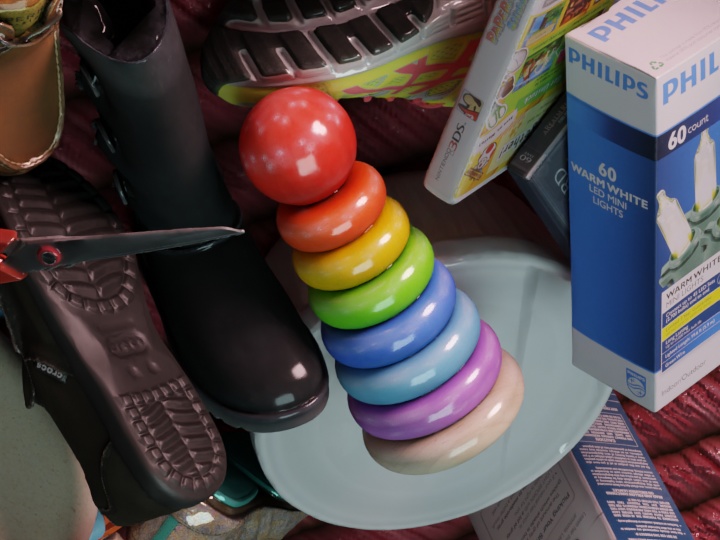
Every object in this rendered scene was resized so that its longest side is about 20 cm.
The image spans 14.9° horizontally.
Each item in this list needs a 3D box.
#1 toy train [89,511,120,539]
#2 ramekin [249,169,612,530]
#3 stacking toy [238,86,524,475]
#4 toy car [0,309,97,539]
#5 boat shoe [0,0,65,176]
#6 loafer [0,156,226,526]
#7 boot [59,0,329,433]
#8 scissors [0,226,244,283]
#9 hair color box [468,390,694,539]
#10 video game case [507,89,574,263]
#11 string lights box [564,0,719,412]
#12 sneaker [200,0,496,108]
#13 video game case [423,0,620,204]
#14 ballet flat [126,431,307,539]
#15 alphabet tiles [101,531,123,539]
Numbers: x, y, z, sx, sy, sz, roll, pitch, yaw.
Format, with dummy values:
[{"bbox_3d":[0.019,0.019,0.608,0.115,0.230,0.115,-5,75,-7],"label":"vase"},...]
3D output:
[{"bbox_3d":[-0.196,0.152,1.456,0.200,0.056,0.150,-30,169,-34],"label":"toy train"},{"bbox_3d":[0.029,0.036,1.447,0.202,0.094,0.203,-12,135,-12],"label":"ramekin"},{"bbox_3d":[0.000,0.000,1.293,0.085,0.085,0.200,-29,120,4],"label":"stacking toy"},{"bbox_3d":[-0.234,0.093,1.363,0.177,0.184,0.200,47,150,-13],"label":"toy car"},{"bbox_3d":[-0.165,-0.118,1.192,0.072,0.068,0.200,-40,134,-27],"label":"boat shoe"},{"bbox_3d":[-0.137,0.033,1.272,0.073,0.200,0.071,-2,148,-50],"label":"loafer"},{"bbox_3d":[-0.079,-0.040,1.276,0.066,0.165,0.200,-26,139,-17],"label":"boot"},{"bbox_3d":[-0.148,-0.003,1.224,0.200,0.014,0.073,5,125,8],"label":"scissors"},{"bbox_3d":[0.130,0.161,1.536,0.060,0.200,0.100,8,129,-30],"label":"hair color box"},{"bbox_3d":[0.161,-0.089,1.358,0.200,0.019,0.143,-51,143,-9],"label":"video game case"},{"bbox_3d":[0.152,-0.043,1.315,0.103,0.059,0.200,-34,137,-30],"label":"string lights box"},{"bbox_3d":[0.022,-0.106,1.318,0.200,0.078,0.090,-15,140,-10],"label":"sneaker"},{"bbox_3d":[0.115,-0.138,1.288,0.200,0.023,0.182,-35,154,-49],"label":"video game case"},{"bbox_3d":[-0.078,0.126,1.455,0.067,0.068,0.200,-53,165,9],"label":"ballet flat"},{"bbox_3d":[-0.196,0.191,1.327,0.200,0.196,0.015,-35,93,-1],"label":"alphabet tiles"}]
